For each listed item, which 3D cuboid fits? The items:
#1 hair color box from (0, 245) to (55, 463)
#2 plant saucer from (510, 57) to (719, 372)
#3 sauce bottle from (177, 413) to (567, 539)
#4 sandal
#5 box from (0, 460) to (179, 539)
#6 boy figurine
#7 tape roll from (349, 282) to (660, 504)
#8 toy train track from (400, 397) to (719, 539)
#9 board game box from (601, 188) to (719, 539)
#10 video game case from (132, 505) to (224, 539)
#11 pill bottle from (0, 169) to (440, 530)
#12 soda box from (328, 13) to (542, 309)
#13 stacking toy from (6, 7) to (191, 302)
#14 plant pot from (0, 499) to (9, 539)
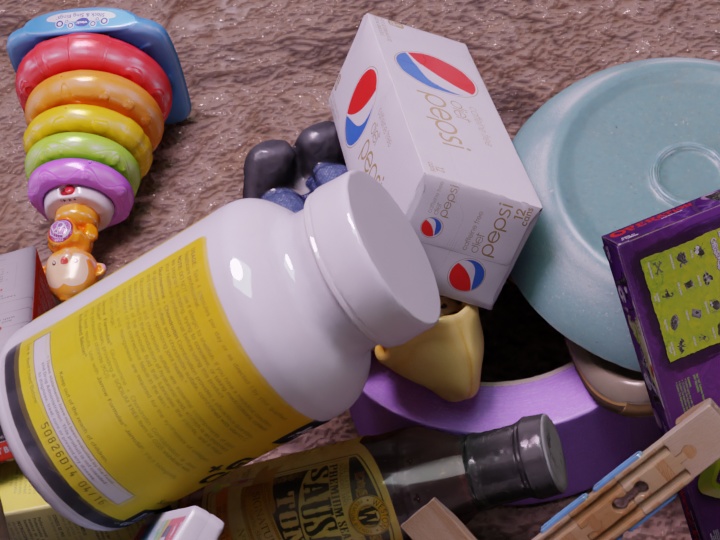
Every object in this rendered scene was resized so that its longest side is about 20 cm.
[{"bbox_3d":[-0.224,0.051,0.920,0.101,0.062,0.200,-16,18,-5],"label":"hair color box"},{"bbox_3d":[0.168,-0.040,0.833,0.198,0.036,0.201,-1,58,2],"label":"plant saucer"},{"bbox_3d":[0.005,0.114,0.824,0.199,0.066,0.066,-18,42,19],"label":"sauce bottle"},{"bbox_3d":[0.119,-0.006,0.861,0.080,0.054,0.200,-20,44,-7],"label":"sandal"},{"bbox_3d":[-0.192,0.138,0.875,0.199,0.076,0.050,-12,42,4],"label":"box"},{"bbox_3d":[0.000,0.000,0.878,0.124,0.065,0.200,-18,41,-18],"label":"boy figurine"},{"bbox_3d":[0.084,0.033,0.916,0.199,0.066,0.201,-7,43,7],"label":"tape roll"},{"bbox_3d":[0.098,0.128,0.777,0.200,0.115,0.033,-42,1,20],"label":"toy train track"},{"bbox_3d":[0.199,0.056,0.777,0.119,0.201,0.032,-19,14,-4],"label":"board game box"},{"bbox_3d":[-0.116,0.173,0.727,0.017,0.200,0.144,32,75,-6],"label":"video game case"},{"bbox_3d":[-0.066,0.035,0.767,0.199,0.112,0.112,-29,40,19],"label":"pill bottle"},{"bbox_3d":[0.035,-0.065,0.870,0.068,0.064,0.200,16,27,-18],"label":"soda box"},{"bbox_3d":[-0.183,-0.066,1.071,0.115,0.110,0.201,-3,56,8],"label":"stacking toy"},{"bbox_3d":[-0.237,0.168,0.763,0.186,0.201,0.188,-7,44,6],"label":"plant pot"}]
